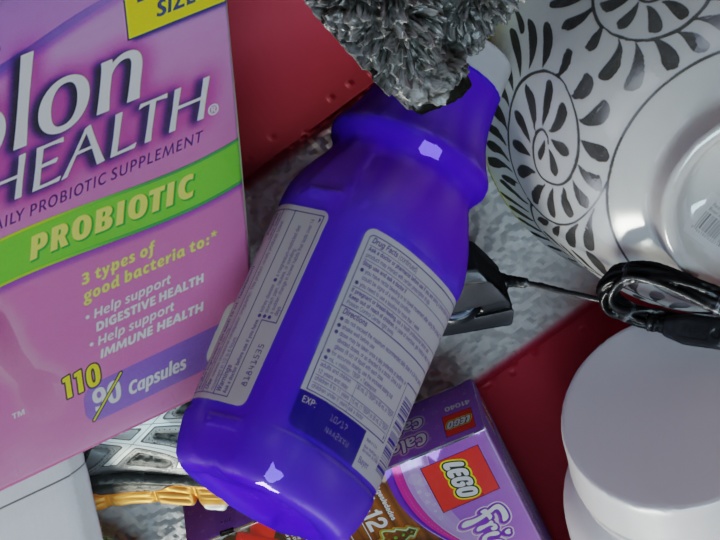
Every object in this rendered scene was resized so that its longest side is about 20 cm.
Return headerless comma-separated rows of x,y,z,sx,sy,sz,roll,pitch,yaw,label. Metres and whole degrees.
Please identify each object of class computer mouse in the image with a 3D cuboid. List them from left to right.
0.066,0.017,0.997,0.199,0.034,0.059,7,149,27,computer mouse

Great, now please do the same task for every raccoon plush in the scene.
0.030,-0.139,0.874,0.134,0.097,0.200,-41,153,10,raccoon plush

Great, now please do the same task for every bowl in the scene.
0.151,-0.051,0.985,0.200,0.094,0.201,-4,123,-6,bowl

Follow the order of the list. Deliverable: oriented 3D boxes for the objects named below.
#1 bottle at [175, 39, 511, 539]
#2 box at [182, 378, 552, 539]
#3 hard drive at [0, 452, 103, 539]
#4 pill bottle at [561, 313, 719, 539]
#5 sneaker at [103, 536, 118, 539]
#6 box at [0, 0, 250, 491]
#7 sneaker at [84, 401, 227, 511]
0.000,0.000,0.952,0.065,0.200,0.084,11,160,35,bottle
0.025,0.153,1.094,0.137,0.039,0.200,-23,124,7,box
-0.162,0.156,1.020,0.132,0.027,0.200,-25,136,-19,hard drive
0.148,0.114,1.056,0.113,0.114,0.200,-18,139,4,pill bottle
-0.186,0.145,1.080,0.200,0.090,0.078,-12,129,-29,sneaker
-0.139,-0.030,0.911,0.176,0.097,0.200,-24,129,-28,box
-0.077,0.051,1.032,0.199,0.078,0.077,-11,120,0,sneaker
